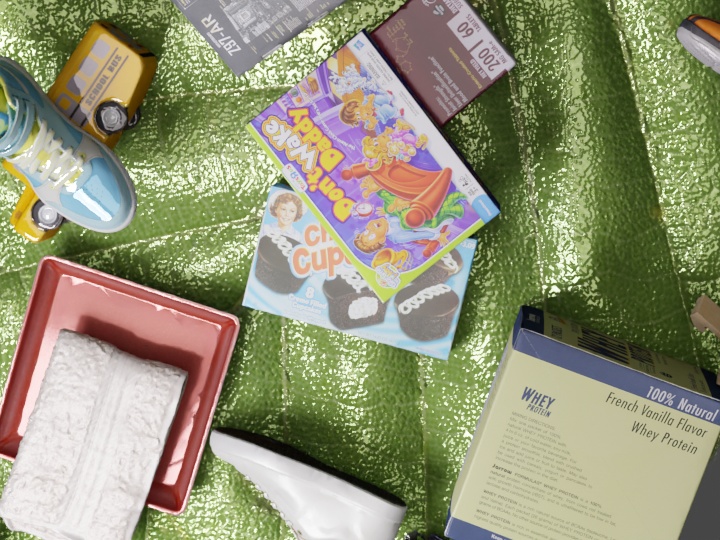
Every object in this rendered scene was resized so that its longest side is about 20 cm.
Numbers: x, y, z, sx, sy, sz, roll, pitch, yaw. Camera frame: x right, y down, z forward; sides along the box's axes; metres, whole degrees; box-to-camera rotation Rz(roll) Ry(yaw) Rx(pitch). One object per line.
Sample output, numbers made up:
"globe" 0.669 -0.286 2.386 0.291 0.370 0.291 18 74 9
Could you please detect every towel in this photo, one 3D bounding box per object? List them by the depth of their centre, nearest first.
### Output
"towel" -0.251 0.165 1.779 0.131 0.034 0.202 19 99 1

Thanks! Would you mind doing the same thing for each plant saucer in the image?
"plant saucer" -0.230 0.106 1.804 0.198 0.037 0.202 18 100 2

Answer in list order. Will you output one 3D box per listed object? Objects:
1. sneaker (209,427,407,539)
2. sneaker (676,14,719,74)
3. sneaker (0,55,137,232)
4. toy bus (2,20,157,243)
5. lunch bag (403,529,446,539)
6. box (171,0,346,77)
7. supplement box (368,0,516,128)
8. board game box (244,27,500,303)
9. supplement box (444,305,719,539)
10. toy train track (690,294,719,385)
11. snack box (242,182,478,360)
"sneaker" -0.061 0.214 1.773 0.199 0.073 0.085 25 96 14
"sneaker" 0.384 -0.207 1.695 0.199 0.078 0.113 24 95 -10
"sneaker" -0.285 -0.105 1.666 0.200 0.131 0.080 42 98 1
"toy bus" -0.263 -0.125 1.759 0.078 0.065 0.201 35 99 0
"lunch bag" 0.064 0.365 1.764 0.167 0.139 0.201 29 99 22
"box" -0.113 -0.290 1.680 0.160 0.044 0.200 -30 109 36
"supplement box" 0.033 -0.165 1.731 0.200 0.061 0.109 -40 93 10
"board game box" 0.012 -0.092 1.691 0.134 0.045 0.200 -38 96 9
"supplement box" 0.202 0.165 1.724 0.198 0.134 0.202 20 99 2
"toy train track" 0.371 0.098 1.742 0.200 0.115 0.032 40 144 -12
"snack box" 0.000 0.000 1.768 0.198 0.037 0.117 14 99 3
